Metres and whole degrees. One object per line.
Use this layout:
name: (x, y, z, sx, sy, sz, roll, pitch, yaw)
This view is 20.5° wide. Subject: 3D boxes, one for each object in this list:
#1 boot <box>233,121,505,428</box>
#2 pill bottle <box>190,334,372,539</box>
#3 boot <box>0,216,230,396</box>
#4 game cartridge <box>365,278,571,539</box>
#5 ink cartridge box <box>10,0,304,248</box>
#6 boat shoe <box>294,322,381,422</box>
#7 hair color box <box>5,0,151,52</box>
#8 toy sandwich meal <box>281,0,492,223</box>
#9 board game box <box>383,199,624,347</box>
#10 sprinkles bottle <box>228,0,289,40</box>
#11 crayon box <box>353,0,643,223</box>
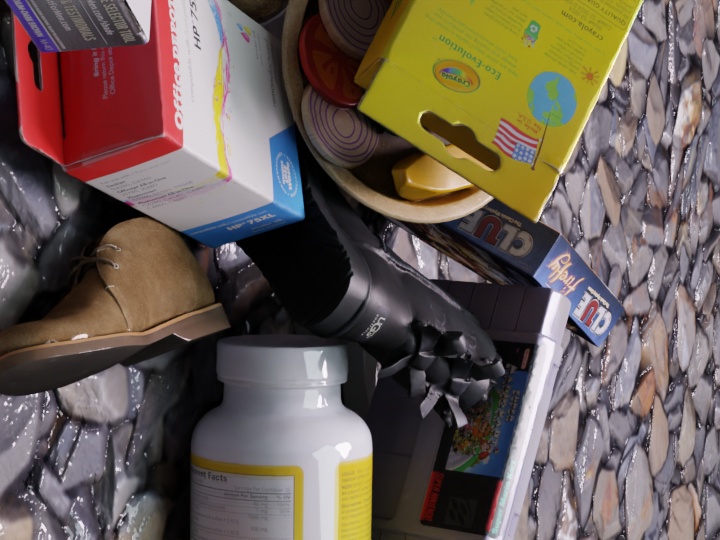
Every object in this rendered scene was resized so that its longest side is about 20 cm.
boot: (0.000, -0.001, 1.216, 0.162, 0.073, 0.199, 32, 20, -45)
pill bottle: (-0.048, 0.143, 1.208, 0.112, 0.111, 0.202, -6, 98, -62)
boot: (-0.145, 0.018, 1.077, 0.200, 0.073, 0.076, -19, 89, -65)
game cartridge: (0.055, 0.104, 1.253, 0.038, 0.129, 0.202, 28, 72, -41)
ink cartridge box: (-0.109, -0.099, 1.089, 0.200, 0.067, 0.117, 30, 49, -60)
boat shoe: (-0.001, 0.102, 1.343, 0.064, 0.070, 0.202, -10, 100, -61)
hair color box: (-0.142, -0.223, 0.983, 0.109, 0.064, 0.202, 64, 23, -66)
toy sandwich meal: (0.048, -0.125, 1.185, 0.203, 0.070, 0.208, 5, 81, -31)
board game box: (0.072, -0.029, 1.340, 0.035, 0.199, 0.135, -55, 147, -4)
sprinkles bottle: (-0.093, -0.200, 1.137, 0.200, 0.068, 0.069, 36, 61, -58)
crayon box: (0.082, -0.138, 1.140, 0.126, 0.051, 0.201, 32, 70, -12)
